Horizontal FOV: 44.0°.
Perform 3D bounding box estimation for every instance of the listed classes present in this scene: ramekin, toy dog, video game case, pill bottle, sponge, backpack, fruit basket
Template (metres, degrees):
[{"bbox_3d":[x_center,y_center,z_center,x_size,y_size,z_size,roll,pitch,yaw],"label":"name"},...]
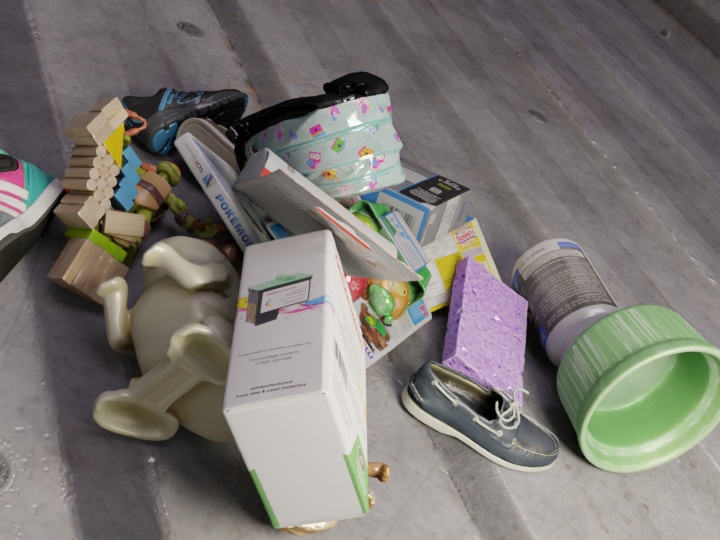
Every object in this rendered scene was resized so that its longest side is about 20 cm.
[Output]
[{"bbox_3d":[0.334,0.137,1.068,0.198,0.201,0.098,13,31,-27],"label":"ramekin"},{"bbox_3d":[-0.149,0.047,0.835,0.193,0.140,0.201,26,31,-34],"label":"toy dog"},{"bbox_3d":[-0.113,-0.046,0.955,0.183,0.022,0.200,56,4,10],"label":"video game case"},{"bbox_3d":[0.286,0.061,1.192,0.113,0.114,0.201,13,36,-26],"label":"pill bottle"},{"bbox_3d":[0.159,0.075,1.114,0.111,0.030,0.201,38,36,-16],"label":"sponge"},{"bbox_3d":[-0.034,-0.139,0.983,0.166,0.199,0.128,-27,103,-27],"label":"backpack"},{"bbox_3d":[0.000,0.000,1.000,0.186,0.093,0.200,57,26,4],"label":"fruit basket"}]

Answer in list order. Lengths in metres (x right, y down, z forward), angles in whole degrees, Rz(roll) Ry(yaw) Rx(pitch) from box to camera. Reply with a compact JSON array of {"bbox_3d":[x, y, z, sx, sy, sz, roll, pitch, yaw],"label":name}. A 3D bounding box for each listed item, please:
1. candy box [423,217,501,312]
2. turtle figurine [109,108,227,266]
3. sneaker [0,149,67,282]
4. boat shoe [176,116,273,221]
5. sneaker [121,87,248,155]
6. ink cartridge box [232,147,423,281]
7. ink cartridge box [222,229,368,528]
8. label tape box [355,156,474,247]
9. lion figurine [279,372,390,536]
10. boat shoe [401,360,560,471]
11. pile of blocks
[{"bbox_3d":[0.114,-0.007,1.186,0.199,0.026,0.103,-16,81,-50],"label":"candy box"},{"bbox_3d":[-0.248,-0.084,0.980,0.200,0.064,0.162,46,42,-10],"label":"turtle figurine"},{"bbox_3d":[-0.364,-0.061,0.835,0.120,0.084,0.200,31,25,-11],"label":"sneaker"},{"bbox_3d":[-0.143,-0.109,1.100,0.200,0.072,0.059,46,20,9],"label":"boat shoe"},{"bbox_3d":[-0.224,-0.214,1.164,0.082,0.074,0.200,40,33,15],"label":"sneaker"},{"bbox_3d":[-0.029,-0.055,0.832,0.162,0.050,0.200,37,-13,-16],"label":"ink cartridge box"},{"bbox_3d":[-0.048,0.085,0.747,0.083,0.146,0.201,-10,38,7],"label":"ink cartridge box"},{"bbox_3d":[0.063,-0.102,1.171,0.143,0.064,0.200,27,26,20],"label":"label tape box"},{"bbox_3d":[-0.043,0.158,0.835,0.121,0.073,0.201,11,36,-27],"label":"lion figurine"},{"bbox_3d":[0.144,0.159,0.996,0.199,0.062,0.075,28,31,-7],"label":"boat shoe"},{"bbox_3d":[-0.262,-0.068,0.882,0.062,0.202,0.082,7,-2,41],"label":"pile of blocks"}]
